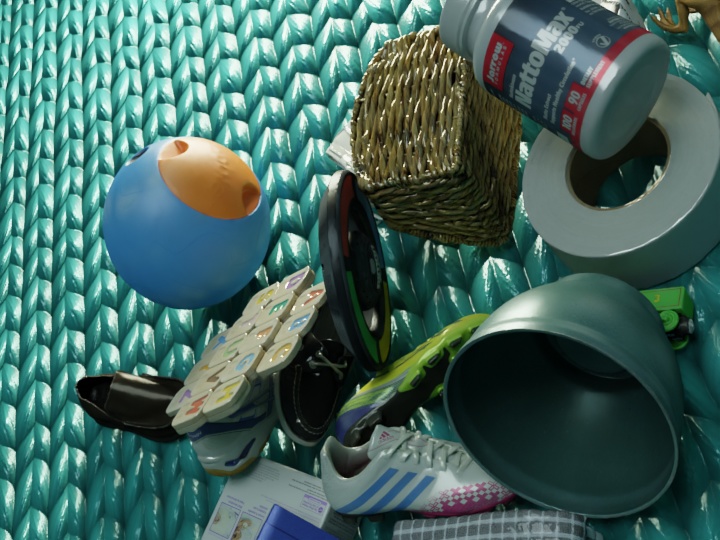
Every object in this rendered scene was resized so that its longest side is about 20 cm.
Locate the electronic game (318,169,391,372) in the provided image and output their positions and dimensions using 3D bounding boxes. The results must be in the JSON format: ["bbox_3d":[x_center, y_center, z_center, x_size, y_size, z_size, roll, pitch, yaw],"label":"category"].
[{"bbox_3d":[0.000,0.000,1.087,0.041,0.201,0.203,-9,56,13],"label":"electronic game"}]

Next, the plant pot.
[{"bbox_3d":[0.186,0.088,0.920,0.198,0.203,0.135,-4,33,36],"label":"plant pot"}]

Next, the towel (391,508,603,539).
[{"bbox_3d":[0.100,0.291,0.912,0.197,0.085,0.168,-12,55,32],"label":"towel"}]

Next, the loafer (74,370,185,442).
[{"bbox_3d":[-0.271,0.158,1.295,0.197,0.071,0.074,-5,60,36],"label":"loafer"}]

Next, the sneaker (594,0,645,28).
[{"bbox_3d":[0.235,-0.234,1.126,0.114,0.075,0.201,-34,23,22],"label":"sneaker"}]

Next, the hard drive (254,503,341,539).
[{"bbox_3d":[-0.069,0.336,0.992,0.202,0.130,0.025,-63,3,-15],"label":"hard drive"}]

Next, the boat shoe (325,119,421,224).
[{"bbox_3d":[0.007,-0.097,1.239,0.086,0.075,0.203,-43,44,6],"label":"boat shoe"}]

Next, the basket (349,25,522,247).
[{"bbox_3d":[0.079,-0.132,1.147,0.141,0.149,0.203,-10,57,29],"label":"basket"}]

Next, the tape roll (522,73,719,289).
[{"bbox_3d":[0.258,-0.087,1.040,0.200,0.071,0.205,-20,52,27],"label":"tape roll"}]

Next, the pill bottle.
[{"bbox_3d":[0.173,-0.202,1.010,0.199,0.120,0.120,37,87,28],"label":"pill bottle"}]

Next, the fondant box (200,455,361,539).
[{"bbox_3d":[-0.097,0.297,1.082,0.143,0.058,0.203,11,69,42],"label":"fondant box"}]

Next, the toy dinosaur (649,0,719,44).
[{"bbox_3d":[0.344,-0.268,1.084,0.106,0.059,0.204,150,106,-72],"label":"toy dinosaur"}]

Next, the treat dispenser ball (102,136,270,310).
[{"bbox_3d":[-0.205,-0.055,1.289,0.198,0.201,0.204,-19,52,27],"label":"treat dispenser ball"}]

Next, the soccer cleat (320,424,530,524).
[{"bbox_3d":[0.054,0.179,0.989,0.196,0.088,0.070,-10,22,16],"label":"soccer cleat"}]

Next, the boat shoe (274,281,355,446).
[{"bbox_3d":[-0.037,0.088,1.140,0.060,0.073,0.202,-39,26,40],"label":"boat shoe"}]

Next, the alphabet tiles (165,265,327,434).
[{"bbox_3d":[-0.114,0.076,1.078,0.194,0.015,0.201,-25,25,40],"label":"alphabet tiles"}]

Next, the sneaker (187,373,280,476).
[{"bbox_3d":[-0.108,0.119,1.142,0.074,0.089,0.200,-6,32,39],"label":"sneaker"}]

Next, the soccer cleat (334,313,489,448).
[{"bbox_3d":[0.051,0.104,1.086,0.200,0.065,0.084,-42,32,5],"label":"soccer cleat"}]

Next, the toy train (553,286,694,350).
[{"bbox_3d":[0.214,0.048,1.012,0.197,0.042,0.057,-7,49,35],"label":"toy train"}]
